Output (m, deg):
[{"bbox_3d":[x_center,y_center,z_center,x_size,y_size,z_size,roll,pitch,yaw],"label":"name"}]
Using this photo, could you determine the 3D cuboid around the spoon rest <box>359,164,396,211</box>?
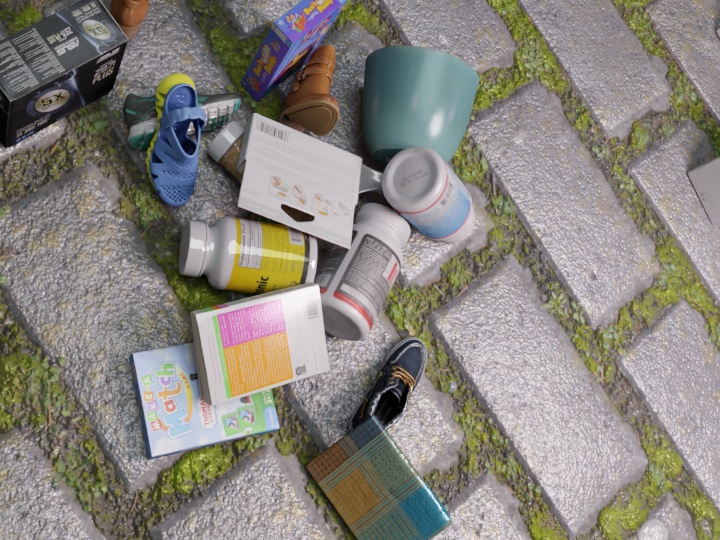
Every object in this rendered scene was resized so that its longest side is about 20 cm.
[{"bbox_3d":[-0.016,-0.150,1.629,0.196,0.061,0.101,12,69,-20],"label":"spoon rest"}]

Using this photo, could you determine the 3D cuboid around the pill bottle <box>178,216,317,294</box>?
[{"bbox_3d":[-0.173,-0.022,1.492,0.196,0.111,0.114,9,70,-20],"label":"pill bottle"}]

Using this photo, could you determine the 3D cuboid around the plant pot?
[{"bbox_3d":[0.090,-0.257,1.640,0.197,0.200,0.164,15,79,-18],"label":"plant pot"}]

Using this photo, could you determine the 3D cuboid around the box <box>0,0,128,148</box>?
[{"bbox_3d":[-0.453,-0.289,1.424,0.199,0.164,0.087,-37,89,-29],"label":"box"}]

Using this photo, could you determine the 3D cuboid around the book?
[{"bbox_3d":[-0.144,0.104,1.433,0.197,0.048,0.136,-13,103,-28],"label":"book"}]

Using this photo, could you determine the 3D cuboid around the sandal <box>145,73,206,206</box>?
[{"bbox_3d":[-0.273,-0.186,1.467,0.078,0.203,0.087,-12,34,-30],"label":"sandal"}]

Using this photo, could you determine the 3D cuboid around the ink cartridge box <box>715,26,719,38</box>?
[{"bbox_3d":[0.881,-0.472,2.105,0.144,0.085,0.203,-26,87,-28],"label":"ink cartridge box"}]

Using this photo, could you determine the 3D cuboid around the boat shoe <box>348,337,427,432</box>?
[{"bbox_3d":[0.060,0.183,1.540,0.071,0.091,0.201,39,63,-7],"label":"boat shoe"}]

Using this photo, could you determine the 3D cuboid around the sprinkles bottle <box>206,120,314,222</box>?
[{"bbox_3d":[-0.154,-0.147,1.564,0.200,0.068,0.068,44,62,-6],"label":"sprinkles bottle"}]

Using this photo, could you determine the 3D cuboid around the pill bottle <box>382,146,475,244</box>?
[{"bbox_3d":[0.120,-0.115,1.601,0.200,0.107,0.111,37,51,-59],"label":"pill bottle"}]

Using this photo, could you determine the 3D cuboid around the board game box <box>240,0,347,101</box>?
[{"bbox_3d":[-0.109,-0.369,1.577,0.045,0.200,0.134,46,62,-2],"label":"board game box"}]

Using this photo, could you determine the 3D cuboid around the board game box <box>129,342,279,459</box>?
[{"bbox_3d":[-0.230,0.182,1.445,0.196,0.037,0.154,-9,78,-25],"label":"board game box"}]

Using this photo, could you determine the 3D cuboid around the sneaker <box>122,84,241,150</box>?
[{"bbox_3d":[-0.284,-0.262,1.542,0.197,0.078,0.093,-20,78,-29],"label":"sneaker"}]

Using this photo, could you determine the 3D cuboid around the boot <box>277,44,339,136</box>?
[{"bbox_3d":[-0.066,-0.292,1.572,0.076,0.200,0.157,28,73,-15],"label":"boot"}]

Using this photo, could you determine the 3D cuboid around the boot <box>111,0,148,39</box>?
[{"bbox_3d":[-0.351,-0.479,1.523,0.075,0.155,0.204,16,68,-17],"label":"boot"}]

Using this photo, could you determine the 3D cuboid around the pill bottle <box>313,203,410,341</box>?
[{"bbox_3d":[0.000,0.000,1.557,0.115,0.116,0.202,33,64,-10],"label":"pill bottle"}]

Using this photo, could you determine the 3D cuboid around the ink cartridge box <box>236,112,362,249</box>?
[{"bbox_3d":[-0.097,-0.132,1.520,0.197,0.043,0.177,20,59,-22],"label":"ink cartridge box"}]

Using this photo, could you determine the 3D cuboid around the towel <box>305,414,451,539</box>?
[{"bbox_3d":[0.027,0.335,1.468,0.146,0.022,0.201,-37,89,16],"label":"towel"}]

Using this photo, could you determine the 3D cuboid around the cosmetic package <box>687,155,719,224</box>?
[{"bbox_3d":[0.797,-0.203,1.919,0.197,0.200,0.125,-23,83,-27],"label":"cosmetic package"}]
